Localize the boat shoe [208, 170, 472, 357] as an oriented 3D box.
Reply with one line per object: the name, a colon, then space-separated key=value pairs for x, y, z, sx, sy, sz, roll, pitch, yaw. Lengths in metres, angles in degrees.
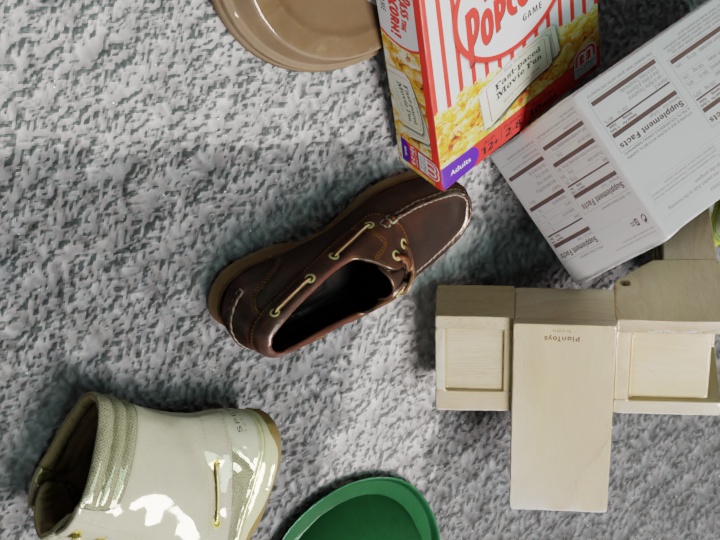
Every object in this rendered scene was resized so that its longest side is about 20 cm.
boat shoe: x=0.000 y=0.000 z=1.275 sx=0.199 sy=0.070 sz=0.071 roll=-31 pitch=128 yaw=-25

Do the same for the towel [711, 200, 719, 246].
towel: x=0.311 y=-0.094 z=1.405 sx=0.018 sy=0.200 sz=0.087 roll=26 pitch=57 yaw=-9

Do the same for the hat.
hat: x=0.042 y=0.269 z=1.377 sx=0.165 sy=0.176 sz=0.201 roll=-34 pitch=130 yaw=-20

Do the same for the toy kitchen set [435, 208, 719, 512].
toy kitchen set: x=0.156 y=0.056 z=1.433 sx=0.198 sy=0.181 sz=0.165 roll=1 pitch=123 yaw=4

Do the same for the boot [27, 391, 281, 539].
boot: x=-0.144 y=0.177 z=1.250 sx=0.154 sy=0.072 sz=0.202 roll=11 pitch=100 yaw=-43

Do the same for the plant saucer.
plant saucer: x=-0.007 y=-0.212 z=1.184 sx=0.199 sy=0.029 sz=0.202 roll=-20 pitch=125 yaw=-31

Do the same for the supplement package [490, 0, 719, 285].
supplement package: x=0.215 y=-0.101 z=1.316 sx=0.199 sy=0.156 sz=0.111 roll=-34 pitch=89 yaw=-20

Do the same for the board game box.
board game box: x=0.081 y=-0.168 z=1.233 sx=0.151 sy=0.046 sz=0.201 roll=-39 pitch=146 yaw=-20
